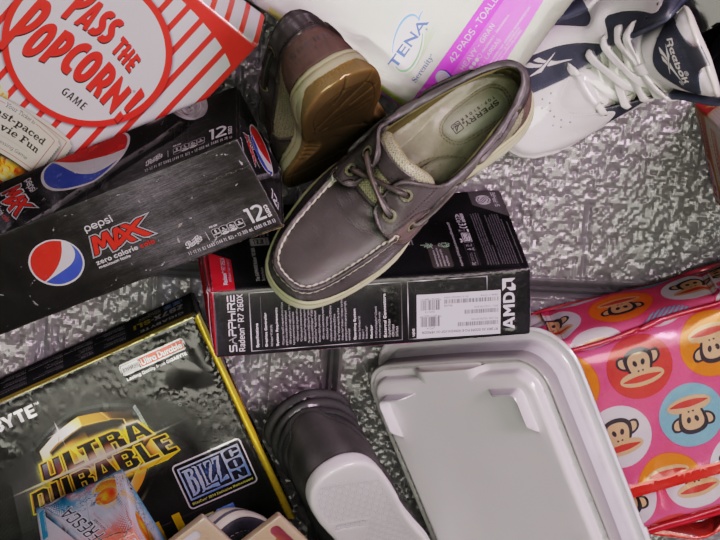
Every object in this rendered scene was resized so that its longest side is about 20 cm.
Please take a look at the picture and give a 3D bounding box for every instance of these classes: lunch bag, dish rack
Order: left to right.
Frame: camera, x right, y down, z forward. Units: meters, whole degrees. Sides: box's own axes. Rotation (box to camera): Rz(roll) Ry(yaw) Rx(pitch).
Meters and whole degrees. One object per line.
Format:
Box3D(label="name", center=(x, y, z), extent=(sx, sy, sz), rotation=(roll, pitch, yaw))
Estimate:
Box3D(label="dish rack", center=(0.090, 0.135, 1.693), extent=(0.044, 0.171, 0.201), rotation=(-37, 112, -41))
Box3D(label="lunch bag", center=(0.199, 0.098, 1.734), extent=(0.199, 0.082, 0.177), rotation=(-16, 111, 1))

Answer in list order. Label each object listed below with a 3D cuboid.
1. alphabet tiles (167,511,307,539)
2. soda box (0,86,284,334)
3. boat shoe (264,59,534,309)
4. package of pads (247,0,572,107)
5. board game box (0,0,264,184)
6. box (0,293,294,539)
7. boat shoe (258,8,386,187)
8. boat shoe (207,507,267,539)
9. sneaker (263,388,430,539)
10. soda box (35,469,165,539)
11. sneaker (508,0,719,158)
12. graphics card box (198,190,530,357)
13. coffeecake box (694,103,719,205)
Box3D(label="alphabet tiles", center=(-0.098, 0.239, 1.658), extent=(0.200, 0.008, 0.167), rotation=(-38, 123, 9))
Box3D(label="soda box", center=(-0.149, -0.034, 1.596), extent=(0.199, 0.063, 0.071), rotation=(-21, 122, 11))
Box3D(label="boat shoe", center=(0.022, -0.059, 1.574), extent=(0.201, 0.066, 0.072), rotation=(-40, 77, -10))
Box3D(label="package of pads", center=(0.027, -0.191, 1.631), extent=(0.200, 0.068, 0.155), rotation=(35, 99, -14))
Box3D(label="board game box", center=(-0.179, -0.126, 1.612), extent=(0.151, 0.046, 0.200), rotation=(38, 115, -15))
Box3D(label="box", center=(-0.164, 0.128, 1.714), extent=(0.199, 0.049, 0.160), rotation=(-23, 110, 1))
Box3D(label="boat shoe", center=(-0.027, -0.106, 1.600), extent=(0.073, 0.200, 0.065), rotation=(-27, 79, -13))
Box3D(label="boat shoe", center=(-0.053, 0.221, 1.706), extent=(0.075, 0.062, 0.200), rotation=(-45, 136, -17))
Box3D(label="sneaker", center=(-0.005, 0.150, 1.733), extent=(0.070, 0.099, 0.200), rotation=(-26, 139, -3))
Box3D(label="soda box", center=(-0.134, 0.224, 1.686), extent=(0.063, 0.068, 0.200), rotation=(-24, 124, 3))
Box3D(label="sneaker", center=(0.172, -0.129, 1.633), extent=(0.199, 0.130, 0.080), rotation=(-30, 107, 3))
Box3D(label="graphics card box", center=(0.000, 0.000, 1.653), extent=(0.199, 0.126, 0.051), rotation=(-5, 115, -5))
Box3D(label="coffeecake box", center=(0.306, -0.068, 1.630), extent=(0.153, 0.200, 0.073), rotation=(-16, 108, -2))
